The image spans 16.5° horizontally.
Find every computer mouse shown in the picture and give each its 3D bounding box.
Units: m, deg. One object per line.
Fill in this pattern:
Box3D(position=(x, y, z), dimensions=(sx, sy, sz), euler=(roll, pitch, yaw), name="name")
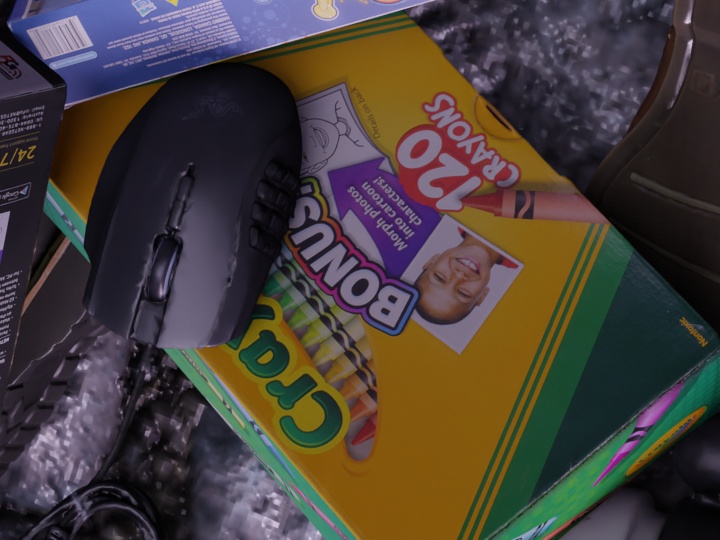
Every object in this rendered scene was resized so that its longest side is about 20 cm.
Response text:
Box3D(position=(-0.065, 0.026, 0.699), dimensions=(0.058, 0.034, 0.201), euler=(14, 69, 11), name="computer mouse")

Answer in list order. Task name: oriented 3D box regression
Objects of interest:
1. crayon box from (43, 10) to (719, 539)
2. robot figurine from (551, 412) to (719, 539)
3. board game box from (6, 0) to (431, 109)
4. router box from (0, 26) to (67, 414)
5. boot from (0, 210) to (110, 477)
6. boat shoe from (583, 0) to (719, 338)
Box3D(position=(0.000, 0.000, 0.754), dimensions=(0.119, 0.058, 0.200), euler=(-38, 68, -11), name="crayon box")
Box3D(position=(0.128, 0.137, 0.765), dimensions=(0.199, 0.125, 0.151), euler=(12, 60, 14), name="robot figurine")
Box3D(position=(0.002, -0.125, 0.743), dimensions=(0.199, 0.136, 0.035), euler=(-14, 127, 20), name="board game box")
Box3D(position=(-0.181, -0.036, 0.777), dimensions=(0.200, 0.052, 0.158), euler=(40, 129, 32), name="router box")
Box3D(position=(-0.163, 0.002, 0.859), dimensions=(0.138, 0.077, 0.200), euler=(43, 97, 9), name="boot")
Box3D(position=(0.121, -0.050, 0.754), dimensions=(0.072, 0.068, 0.200), euler=(29, 131, 14), name="boat shoe")
